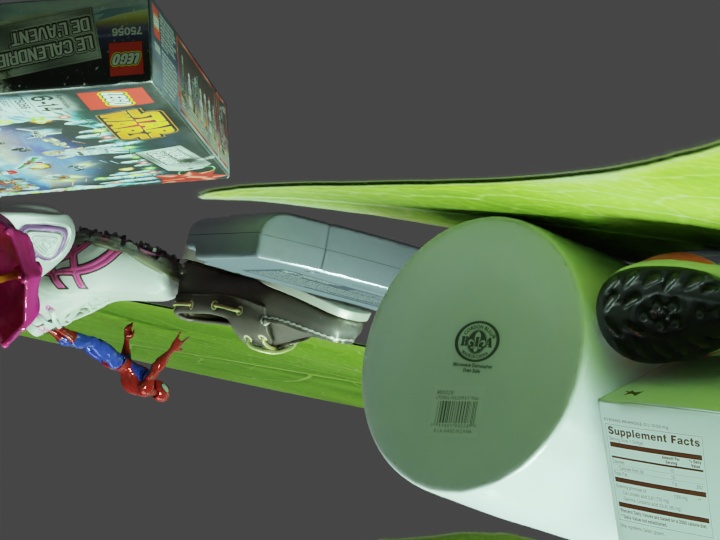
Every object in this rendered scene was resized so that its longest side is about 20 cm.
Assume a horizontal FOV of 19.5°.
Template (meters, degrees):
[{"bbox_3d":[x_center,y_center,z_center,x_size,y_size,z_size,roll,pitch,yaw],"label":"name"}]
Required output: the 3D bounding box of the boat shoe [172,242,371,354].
[{"bbox_3d":[-0.069,0.029,1.530,0.072,0.060,0.200,17,-179,-43],"label":"boat shoe"}]

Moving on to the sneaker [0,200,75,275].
[{"bbox_3d":[-0.307,-0.032,1.577,0.200,0.100,0.075,-9,131,17],"label":"sneaker"}]

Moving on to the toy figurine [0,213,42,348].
[{"bbox_3d":[-0.298,0.012,1.400,0.200,0.150,0.184,-8,176,18],"label":"toy figurine"}]

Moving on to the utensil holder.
[{"bbox_3d":[0.123,0.069,1.204,0.170,0.170,0.200,6,168,43],"label":"utensil holder"}]

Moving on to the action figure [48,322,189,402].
[{"bbox_3d":[-0.291,0.082,2.528,0.200,0.099,0.065,42,161,-30],"label":"action figure"}]

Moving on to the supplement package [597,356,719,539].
[{"bbox_3d":[0.251,0.137,1.108,0.147,0.200,0.191,5,-160,45],"label":"supplement package"}]

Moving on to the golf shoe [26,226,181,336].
[{"bbox_3d":[-0.226,0.011,1.649,0.200,0.092,0.073,7,170,28],"label":"golf shoe"}]

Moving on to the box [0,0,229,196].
[{"bbox_3d":[-0.137,-0.070,0.891,0.137,0.040,0.200,-5,172,5],"label":"box"}]

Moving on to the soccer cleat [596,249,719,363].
[{"bbox_3d":[0.221,0.015,1.058,0.200,0.068,0.073,0,-165,32],"label":"soccer cleat"}]

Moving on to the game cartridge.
[{"bbox_3d":[0.000,0.000,1.391,0.200,0.042,0.133,16,168,-28],"label":"game cartridge"}]
